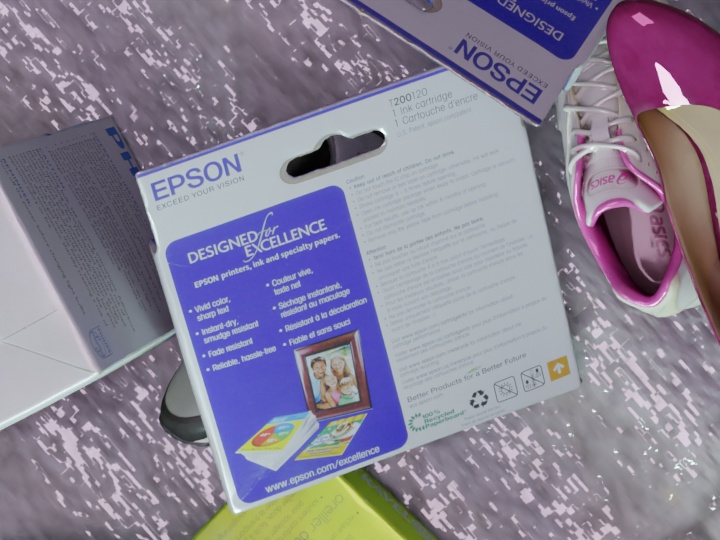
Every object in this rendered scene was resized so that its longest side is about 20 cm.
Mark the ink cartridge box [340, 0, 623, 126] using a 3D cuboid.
[{"bbox_3d":[0.043,-0.176,1.280,0.197,0.200,0.047,33,148,4],"label":"ink cartridge box"}]

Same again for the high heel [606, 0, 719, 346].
[{"bbox_3d":[0.165,-0.037,1.253,0.067,0.096,0.200,-8,138,40],"label":"high heel"}]

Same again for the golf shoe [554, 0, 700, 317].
[{"bbox_3d":[0.131,-0.071,1.318,0.075,0.091,0.201,-19,94,24],"label":"golf shoe"}]

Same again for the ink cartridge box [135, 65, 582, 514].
[{"bbox_3d":[0.000,0.000,1.316,0.197,0.043,0.201,-19,118,-10],"label":"ink cartridge box"}]

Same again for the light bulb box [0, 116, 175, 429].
[{"bbox_3d":[-0.209,0.025,1.351,0.198,0.200,0.125,-27,92,15],"label":"light bulb box"}]

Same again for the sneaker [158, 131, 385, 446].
[{"bbox_3d":[-0.047,0.001,1.366,0.079,0.074,0.200,29,102,-35],"label":"sneaker"}]

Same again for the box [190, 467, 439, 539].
[{"bbox_3d":[0.002,0.190,1.413,0.200,0.048,0.122,44,106,2],"label":"box"}]
